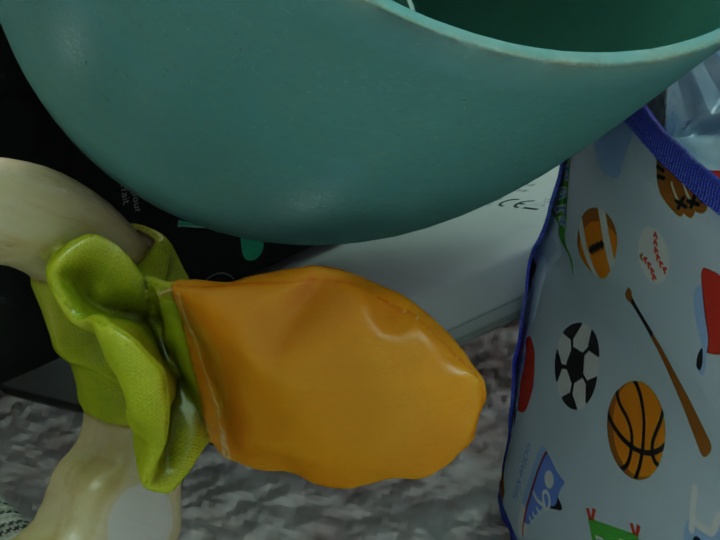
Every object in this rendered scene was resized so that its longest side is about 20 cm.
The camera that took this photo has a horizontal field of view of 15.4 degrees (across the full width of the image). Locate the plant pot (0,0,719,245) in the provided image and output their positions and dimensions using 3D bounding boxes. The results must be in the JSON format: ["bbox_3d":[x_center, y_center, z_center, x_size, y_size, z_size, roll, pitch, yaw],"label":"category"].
[{"bbox_3d":[-0.005,-0.098,0.661,0.199,0.161,0.202,12,59,-21],"label":"plant pot"}]

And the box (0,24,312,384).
[{"bbox_3d":[-0.084,-0.066,0.818,0.199,0.125,0.148,-25,25,-36],"label":"box"}]

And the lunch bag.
[{"bbox_3d":[0.129,0.039,0.719,0.199,0.171,0.123,30,38,31],"label":"lunch bag"}]

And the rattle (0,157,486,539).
[{"bbox_3d":[-0.096,0.045,0.613,0.199,0.131,0.143,3,21,-44],"label":"rattle"}]

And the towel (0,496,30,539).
[{"bbox_3d":[-0.168,0.101,0.688,0.192,0.035,0.200,-22,47,-35],"label":"towel"}]

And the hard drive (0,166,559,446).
[{"bbox_3d":[0.000,0.000,0.821,0.199,0.026,0.131,-23,20,-35],"label":"hard drive"}]
